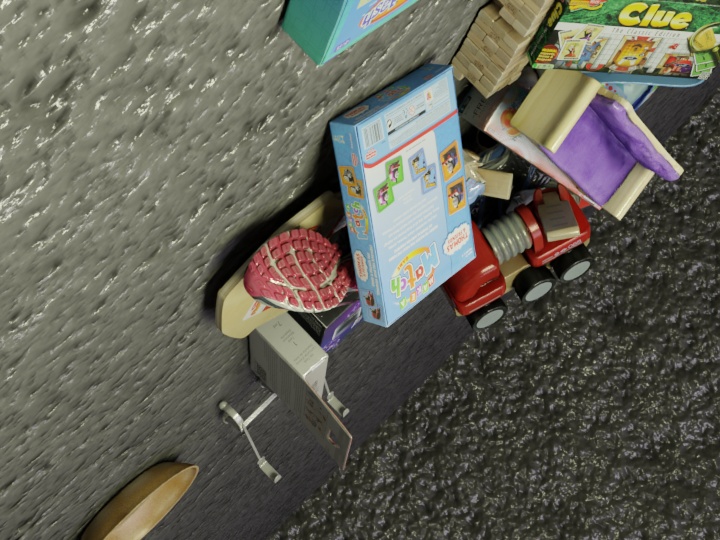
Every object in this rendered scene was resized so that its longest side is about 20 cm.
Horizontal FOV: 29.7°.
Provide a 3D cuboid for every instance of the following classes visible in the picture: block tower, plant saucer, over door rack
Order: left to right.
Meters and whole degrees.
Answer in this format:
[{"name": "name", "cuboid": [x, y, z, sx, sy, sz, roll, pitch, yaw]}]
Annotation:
[{"name": "plant saucer", "cuboid": [-0.289, 0.306, 1.716, 0.200, 0.035, 0.200, -44, 170, -10]}, {"name": "over door rack", "cuboid": [-0.106, 0.178, 1.805, 0.148, 0.066, 0.201, -42, 148, -13]}, {"name": "block tower", "cuboid": [0.152, -0.248, 1.286, 0.054, 0.058, 0.201, -36, 167, -35]}]

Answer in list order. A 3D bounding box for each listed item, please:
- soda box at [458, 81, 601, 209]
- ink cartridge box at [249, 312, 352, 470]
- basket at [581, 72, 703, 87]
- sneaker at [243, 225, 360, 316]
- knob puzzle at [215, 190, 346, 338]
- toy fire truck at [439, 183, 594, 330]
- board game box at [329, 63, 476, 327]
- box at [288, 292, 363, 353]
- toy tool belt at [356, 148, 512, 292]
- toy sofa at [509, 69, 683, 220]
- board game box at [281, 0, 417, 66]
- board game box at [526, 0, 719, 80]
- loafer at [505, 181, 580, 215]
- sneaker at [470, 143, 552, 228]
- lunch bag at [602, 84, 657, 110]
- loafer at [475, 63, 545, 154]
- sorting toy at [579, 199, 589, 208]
[{"name": "soda box", "cuboid": [0.202, -0.145, 1.493, 0.199, 0.068, 0.064, 30, 97, -34]}, {"name": "ink cartridge box", "cuboid": [-0.059, 0.137, 1.582, 0.045, 0.176, 0.200, -41, 169, -15]}, {"name": "basket", "cuboid": [0.291, -0.265, 1.396, 0.174, 0.140, 0.201, 0, 140, -3]}, {"name": "sneaker", "cuboid": [-0.048, 0.009, 1.283, 0.074, 0.082, 0.199, -28, 170, 29]}, {"name": "knob puzzle", "cuboid": [-0.082, -0.010, 1.344, 0.219, 0.030, 0.220, -43, 166, -13]}, {"name": "toy fire truck", "cuboid": [0.169, -0.028, 1.465, 0.174, 0.130, 0.200, -28, 154, -3]}, {"name": "board game box", "cuboid": [0.044, -0.072, 1.273, 0.151, 0.036, 0.202, -35, 125, -41]}, {"name": "box", "cuboid": [0.000, 0.000, 1.575, 0.200, 0.079, 0.141, -42, 171, -19]}, {"name": "toy tool belt", "cuboid": [0.063, -0.042, 1.408, 0.201, 0.122, 0.125, -58, -173, 8]}, {"name": "toy sofa", "cuboid": [0.245, -0.124, 1.391, 0.083, 0.097, 0.200, -53, 144, 3]}, {"name": "board game box", "cuboid": [0.033, -0.242, 0.890, 0.152, 0.045, 0.201, -39, 167, -33]}, {"name": "board game box", "cuboid": [0.267, -0.227, 1.291, 0.197, 0.024, 0.105, 0, 145, -18]}, {"name": "loafer", "cuboid": [0.166, -0.069, 1.635, 0.063, 0.197, 0.073, -70, 151, -54]}, {"name": "sneaker", "cuboid": [0.172, -0.126, 1.576, 0.199, 0.076, 0.077, -34, -150, -2]}, {"name": "lunch bag", "cuboid": [0.283, -0.224, 1.650, 0.200, 0.127, 0.170, -46, -178, 36]}, {"name": "loafer", "cuboid": [0.164, -0.172, 1.621, 0.062, 0.073, 0.201, -9, 149, -22]}, {"name": "sorting toy", "cuboid": [0.254, -0.123, 1.737, 0.197, 0.070, 0.200, -21, -161, 24]}]
